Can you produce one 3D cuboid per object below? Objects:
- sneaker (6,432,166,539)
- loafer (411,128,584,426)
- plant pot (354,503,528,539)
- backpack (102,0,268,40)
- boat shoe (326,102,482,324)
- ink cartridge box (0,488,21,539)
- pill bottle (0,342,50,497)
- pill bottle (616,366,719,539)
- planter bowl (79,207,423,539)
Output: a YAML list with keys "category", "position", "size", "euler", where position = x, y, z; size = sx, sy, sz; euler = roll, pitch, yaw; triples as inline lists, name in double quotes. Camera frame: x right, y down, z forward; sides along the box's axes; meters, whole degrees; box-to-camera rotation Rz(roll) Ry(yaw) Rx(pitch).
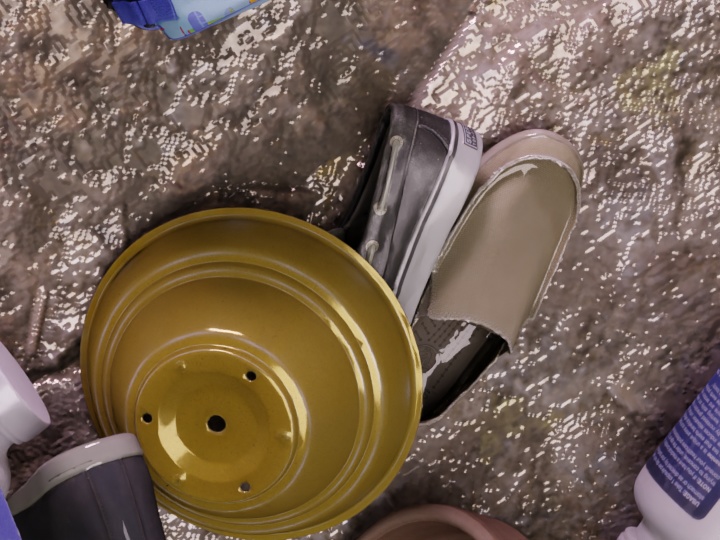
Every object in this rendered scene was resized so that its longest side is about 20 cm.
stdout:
- category: "sneaker"
  position: [-0.147, 0.165, 1.622]
  size: [0.075, 0.200, 0.106]
  euler: [-17, 78, -14]
- category: "loafer"
  position: [0.070, 0.013, 1.692]
  size: [0.076, 0.068, 0.200]
  euler: [25, 104, -23]
- category: "plant pot"
  position: [0.087, 0.253, 1.748]
  size: [0.175, 0.200, 0.200]
  euler: [18, 107, -38]
- category: "backpack"
  position: [-0.086, -0.244, 1.507]
  size: [0.183, 0.135, 0.200]
  euler: [-23, 114, -5]
- category: "boat shoe"
  position: [0.000, 0.000, 1.672]
  size: [0.064, 0.071, 0.200]
  euler: [20, 100, -19]
- category: "ink cartridge box"
  position: [-0.299, 0.114, 1.546]
  size: [0.200, 0.047, 0.198]
  euler: [-25, 81, 6]
- category: "pill bottle"
  position: [-0.271, 0.114, 1.620]
  size: [0.200, 0.111, 0.111]
  euler: [-36, 117, 1]
- category: "pill bottle"
  position: [0.235, 0.123, 1.760]
  size: [0.111, 0.111, 0.200]
  euler: [32, 101, -24]
- category: "planter bowl"
  position: [-0.070, 0.072, 1.628]
  size: [0.200, 0.083, 0.200]
  euler: [4, 109, 11]
